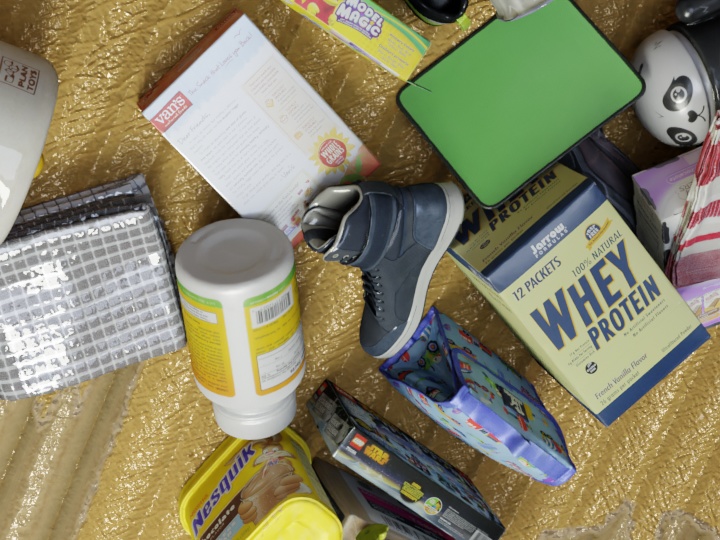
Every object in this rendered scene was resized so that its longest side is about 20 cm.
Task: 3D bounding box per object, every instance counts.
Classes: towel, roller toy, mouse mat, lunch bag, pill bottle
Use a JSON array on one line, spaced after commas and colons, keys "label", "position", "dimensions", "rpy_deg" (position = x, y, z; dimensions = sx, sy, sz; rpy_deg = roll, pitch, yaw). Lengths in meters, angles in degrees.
[{"label": "towel", "position": [-0.267, 0.019, 1.486], "dimensions": [0.199, 0.086, 0.166], "rpy_deg": [-17, 110, -9]}, {"label": "roller toy", "position": [-0.343, -0.114, 1.374], "dimensions": [0.139, 0.200, 0.183], "rpy_deg": [19, 86, -19]}, {"label": "mouse mat", "position": [0.153, -0.171, 1.522], "dimensions": [0.200, 0.008, 0.161], "rpy_deg": [-37, 70, -2]}, {"label": "towel", "position": [0.372, -0.070, 1.486], "dimensions": [0.143, 0.023, 0.201], "rpy_deg": [-9, 132, -19]}, {"label": "lunch bag", "position": [0.122, 0.140, 1.554], "dimensions": [0.150, 0.200, 0.094], "rpy_deg": [38, 95, -21]}, {"label": "pill bottle", "position": [-0.110, 0.061, 1.505], "dimensions": [0.111, 0.111, 0.201], "rpy_deg": [-12, 128, -10]}]

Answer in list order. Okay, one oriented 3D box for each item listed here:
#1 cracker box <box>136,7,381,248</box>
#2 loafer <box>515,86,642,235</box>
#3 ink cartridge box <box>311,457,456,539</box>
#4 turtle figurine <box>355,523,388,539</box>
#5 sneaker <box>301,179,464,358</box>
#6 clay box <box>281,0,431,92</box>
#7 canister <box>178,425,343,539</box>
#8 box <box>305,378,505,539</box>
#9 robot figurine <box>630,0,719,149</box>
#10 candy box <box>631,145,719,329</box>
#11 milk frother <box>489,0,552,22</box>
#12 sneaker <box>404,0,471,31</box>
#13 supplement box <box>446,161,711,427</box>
[{"label": "cracker box", "position": [-0.096, -0.130, 1.500], "dimensions": [0.134, 0.058, 0.200], "rpy_deg": [-43, 112, 1]}, {"label": "loafer", "position": [0.227, -0.120, 1.584], "dimensions": [0.200, 0.072, 0.063], "rpy_deg": [46, 73, -24]}, {"label": "ink cartridge box", "position": [0.034, 0.285, 1.593], "dimensions": [0.200, 0.165, 0.075], "rpy_deg": [29, 95, -20]}, {"label": "turtle figurine", "position": [0.042, 0.317, 1.482], "dimensions": [0.200, 0.064, 0.162], "rpy_deg": [-34, 103, 2]}, {"label": "sneaker", "position": [-0.001, -0.001, 1.517], "dimensions": [0.146, 0.077, 0.203], "rpy_deg": [0, 125, -32]}, {"label": "clay box", "position": [-0.016, -0.239, 1.457], "dimensions": [0.200, 0.115, 0.048], "rpy_deg": [31, 96, -20]}, {"label": "canister", "position": [-0.099, 0.240, 1.529], "dimensions": [0.087, 0.200, 0.149], "rpy_deg": [42, 93, -21]}, {"label": "box", "position": [0.044, 0.197, 1.586], "dimensions": [0.200, 0.137, 0.040], "rpy_deg": [36, 95, -21]}, {"label": "robot figurine", "position": [0.363, -0.198, 1.555], "dimensions": [0.199, 0.125, 0.151], "rpy_deg": [-20, 80, -8]}, {"label": "candy box", "position": [0.366, -0.039, 1.583], "dimensions": [0.167, 0.072, 0.200], "rpy_deg": [-22, 139, -5]}, {"label": "milk frother", "position": [0.158, -0.351, 1.425], "dimensions": [0.180, 0.200, 0.188], "rpy_deg": [-41, 111, -4]}, {"label": "sneaker", "position": [0.043, -0.308, 1.469], "dimensions": [0.072, 0.083, 0.200], "rpy_deg": [-43, 111, 1]}, {"label": "supplement box", "position": [0.199, 0.010, 1.536], "dimensions": [0.134, 0.200, 0.200], "rpy_deg": [-41, 110, -1]}]
